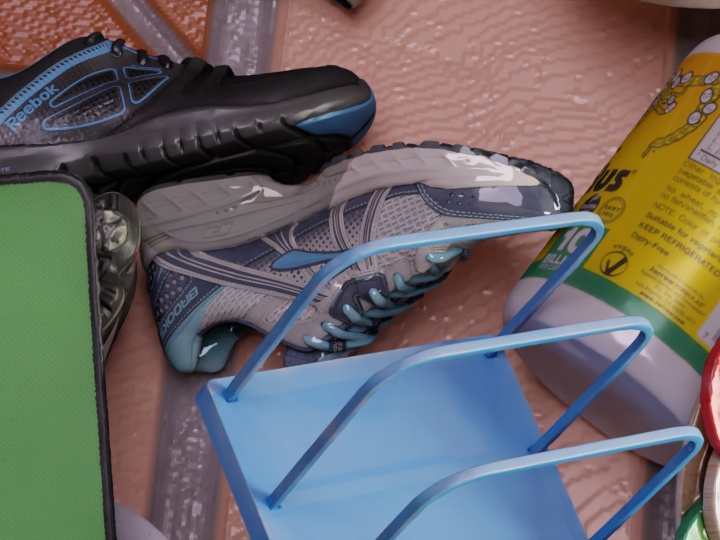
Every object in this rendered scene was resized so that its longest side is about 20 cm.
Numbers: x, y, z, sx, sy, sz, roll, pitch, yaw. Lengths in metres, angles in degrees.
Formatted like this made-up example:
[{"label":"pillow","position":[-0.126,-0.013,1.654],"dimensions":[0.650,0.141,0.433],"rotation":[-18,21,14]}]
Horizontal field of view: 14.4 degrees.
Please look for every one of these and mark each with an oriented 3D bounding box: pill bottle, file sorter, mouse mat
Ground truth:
[{"label":"pill bottle","position":[0.157,-0.026,1.175],"dimensions":[0.112,0.113,0.200],"rotation":[34,76,15]},{"label":"file sorter","position":[0.054,0.094,1.040],"dimensions":[0.138,0.123,0.201],"rotation":[-8,62,-34]},{"label":"mouse mat","position":[-0.176,0.066,1.115],"dimensions":[0.160,0.008,0.202],"rotation":[-4,89,8]}]

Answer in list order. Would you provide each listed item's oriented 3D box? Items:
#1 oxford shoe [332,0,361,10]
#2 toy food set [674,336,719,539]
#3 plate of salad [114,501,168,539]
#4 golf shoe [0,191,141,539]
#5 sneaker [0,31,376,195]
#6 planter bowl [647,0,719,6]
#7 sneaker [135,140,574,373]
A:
[{"label":"oxford shoe","position":[-0.079,-0.172,1.269],"dimensions":[0.199,0.070,0.075],"rotation":[17,77,11]},{"label":"toy food set","position":[0.206,0.089,1.115],"dimensions":[0.200,0.049,0.199],"rotation":[-36,107,-18]},{"label":"plate of salad","position":[-0.151,0.174,1.135],"dimensions":[0.199,0.048,0.201],"rotation":[-9,61,16]},{"label":"golf shoe","position":[-0.144,0.061,1.172],"dimensions":[0.077,0.088,0.201],"rotation":[25,72,11]},{"label":"sneaker","position":[-0.094,-0.071,1.229],"dimensions":[0.198,0.073,0.082],"rotation":[-10,68,-1]},{"label":"planter bowl","position":[0.159,-0.224,1.191],"dimensions":[0.199,0.135,0.201],"rotation":[-12,38,10]},{"label":"sneaker","position":[0.000,0.000,1.184],"dimensions":[0.199,0.077,0.087],"rotation":[-10,78,29]}]
